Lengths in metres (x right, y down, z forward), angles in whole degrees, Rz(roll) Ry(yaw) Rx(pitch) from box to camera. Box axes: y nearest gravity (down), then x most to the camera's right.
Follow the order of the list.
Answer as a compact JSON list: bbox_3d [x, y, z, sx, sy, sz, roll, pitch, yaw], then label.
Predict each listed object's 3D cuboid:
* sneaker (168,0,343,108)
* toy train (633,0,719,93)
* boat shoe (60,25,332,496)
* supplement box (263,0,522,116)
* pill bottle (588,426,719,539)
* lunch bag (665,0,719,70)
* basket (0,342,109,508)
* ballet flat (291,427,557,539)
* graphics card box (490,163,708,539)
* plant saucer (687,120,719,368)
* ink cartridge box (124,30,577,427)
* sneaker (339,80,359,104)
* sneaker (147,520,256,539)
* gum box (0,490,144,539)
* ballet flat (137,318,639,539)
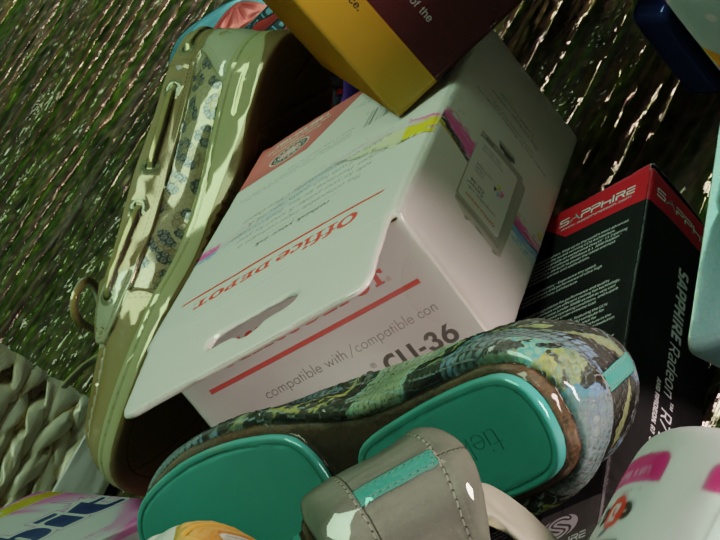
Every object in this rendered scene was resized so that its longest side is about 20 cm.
[{"bbox_3d":[-0.014,-0.106,1.239,0.200,0.079,0.096,-40,37,36],"label":"sneaker"},{"bbox_3d":[0.191,-0.159,0.985,0.116,0.085,0.200,3,57,45],"label":"toy train"},{"bbox_3d":[-0.071,-0.005,1.061,0.063,0.073,0.200,11,73,33],"label":"boat shoe"},{"bbox_3d":[0.010,-0.203,0.968,0.200,0.197,0.133,-43,18,-1],"label":"supplement box"},{"bbox_3d":[0.083,0.153,0.702,0.113,0.113,0.200,0,54,56],"label":"pill bottle"},{"bbox_3d":[0.198,-0.124,0.822,0.122,0.170,0.200,3,56,48],"label":"lunch bag"},{"bbox_3d":[-0.220,0.123,1.178,0.136,0.123,0.200,-11,46,52],"label":"basket"},{"bbox_3d":[0.040,0.110,0.766,0.064,0.200,0.067,-36,54,-4],"label":"ballet flat"},{"bbox_3d":[0.057,0.061,0.904,0.125,0.051,0.200,-28,27,29],"label":"graphics card box"},{"bbox_3d":[0.146,-0.061,0.867,0.019,0.070,0.200,1,75,38],"label":"plant saucer"},{"bbox_3d":[0.000,0.000,0.939,0.116,0.068,0.200,-30,18,29],"label":"ink cartridge box"},{"bbox_3d":[-0.034,-0.012,1.120,0.200,0.083,0.081,-56,28,-11],"label":"sneaker"},{"bbox_3d":[-0.059,0.183,0.819,0.088,0.076,0.200,-25,53,31],"label":"sneaker"},{"bbox_3d":[-0.161,0.152,1.026,0.200,0.066,0.113,-25,14,-32],"label":"gum box"},{"bbox_3d":[0.012,0.063,0.850,0.200,0.074,0.074,-18,40,42],"label":"ballet flat"}]
